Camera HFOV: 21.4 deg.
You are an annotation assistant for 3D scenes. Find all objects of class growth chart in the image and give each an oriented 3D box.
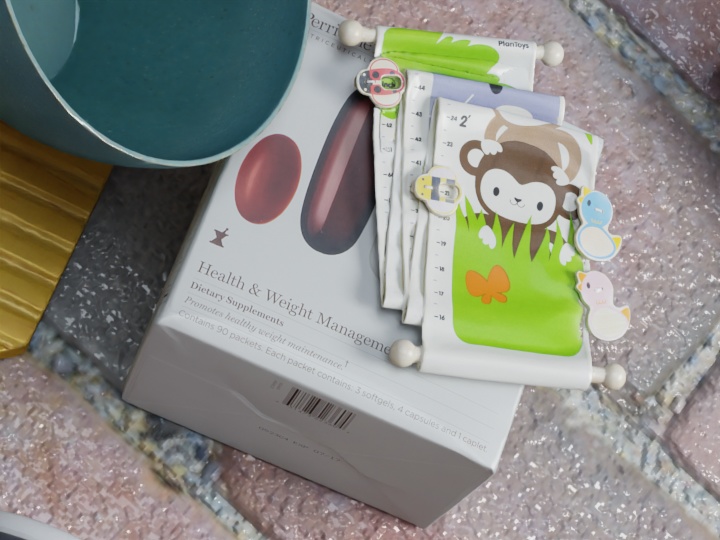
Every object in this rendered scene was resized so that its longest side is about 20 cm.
[{"bbox_3d":[0.067,-0.034,0.979,0.143,0.018,0.202,-2,73,-17],"label":"growth chart"}]

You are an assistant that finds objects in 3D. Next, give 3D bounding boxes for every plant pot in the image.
[{"bbox_3d":[-0.140,-0.146,0.951,0.199,0.134,0.202,6,82,-47],"label":"plant pot"}]

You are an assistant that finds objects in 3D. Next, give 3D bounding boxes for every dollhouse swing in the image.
[{"bbox_3d":[-0.223,-0.074,0.988,0.180,0.176,0.201,25,64,-5],"label":"dollhouse swing"}]

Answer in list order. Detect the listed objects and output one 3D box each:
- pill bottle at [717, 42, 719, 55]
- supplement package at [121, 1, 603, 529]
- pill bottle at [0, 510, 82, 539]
[{"bbox_3d":[0.307,-0.076,1.173,0.111,0.111,0.201,-27,79,-23],"label":"pill bottle"},{"bbox_3d":[0.000,0.000,1.038,0.190,0.147,0.202,23,67,-6],"label":"supplement package"},{"bbox_3d":[-0.190,0.225,0.920,0.111,0.112,0.202,21,66,-7],"label":"pill bottle"}]
